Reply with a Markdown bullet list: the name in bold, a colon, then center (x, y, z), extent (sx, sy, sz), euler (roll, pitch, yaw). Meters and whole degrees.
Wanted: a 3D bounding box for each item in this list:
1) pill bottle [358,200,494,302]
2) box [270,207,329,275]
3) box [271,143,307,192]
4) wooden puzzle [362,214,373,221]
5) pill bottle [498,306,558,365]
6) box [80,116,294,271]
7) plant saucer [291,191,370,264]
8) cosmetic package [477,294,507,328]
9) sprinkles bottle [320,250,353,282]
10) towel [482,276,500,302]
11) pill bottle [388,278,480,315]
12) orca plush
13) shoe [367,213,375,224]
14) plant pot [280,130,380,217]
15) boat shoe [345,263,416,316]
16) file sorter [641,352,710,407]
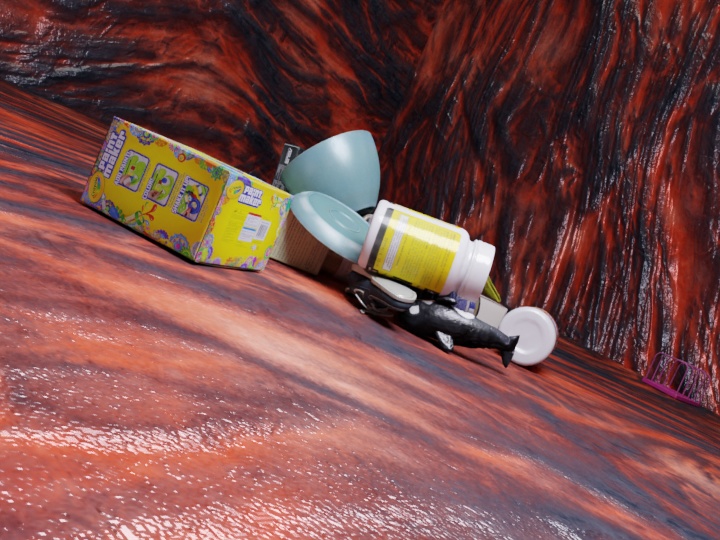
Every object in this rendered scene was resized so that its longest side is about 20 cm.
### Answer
- **pill bottle**: center (0.105, -0.027, 1.244), extent (0.198, 0.115, 0.114), euler (20, 5, 2)
- **box**: center (-0.173, -0.088, 1.398), extent (0.199, 0.097, 0.176), euler (23, 5, -35)
- **box**: center (-0.133, -0.159, 1.730), extent (0.047, 0.202, 0.193), euler (19, 1, 25)
- **wooden puzzle**: center (0.021, -0.040, 1.639), extent (0.199, 0.184, 0.038), euler (17, 54, -40)
- **pill bottle**: center (0.341, 0.129, 1.574), extent (0.111, 0.113, 0.200), euler (26, 5, 16)
- **box**: center (-0.228, -0.097, 1.063), extent (0.191, 0.123, 0.200), euler (25, 5, 17)
- **plant saucer**: center (-0.033, -0.078, 1.355), extent (0.199, 0.028, 0.201), euler (32, 20, -13)
- **cosmetic package**: center (0.203, 0.072, 1.625), extent (0.103, 0.088, 0.200), euler (25, 5, -26)
- **sprinkles bottle**: center (0.000, 0.000, 1.496), extent (0.198, 0.069, 0.068), euler (23, 5, -16)
- **towel**: center (0.210, 0.001, 1.610), extent (0.200, 0.018, 0.086), euler (31, -18, 53)
- **pill bottle**: center (0.125, 0.045, 1.389), extent (0.111, 0.113, 0.199), euler (28, 5, 35)
- **orca plush**: center (0.148, 0.111, 1.243), extent (0.199, 0.071, 0.105), euler (29, -40, -7)
- **shoe**: center (0.102, -0.061, 1.398), extent (0.198, 0.072, 0.091), euler (23, -3, 11)
- **plant pot**: center (-0.040, -0.163, 1.526), extent (0.136, 0.199, 0.200), euler (64, 13, 9)
- **boat shoe**: center (0.025, 0.039, 1.243), extent (0.074, 0.062, 0.200), euler (19, 5, -29)
- **file sorter**: center (1.122, 0.381, 2.757), extent (0.199, 0.126, 0.139), euler (21, 6, -41)
